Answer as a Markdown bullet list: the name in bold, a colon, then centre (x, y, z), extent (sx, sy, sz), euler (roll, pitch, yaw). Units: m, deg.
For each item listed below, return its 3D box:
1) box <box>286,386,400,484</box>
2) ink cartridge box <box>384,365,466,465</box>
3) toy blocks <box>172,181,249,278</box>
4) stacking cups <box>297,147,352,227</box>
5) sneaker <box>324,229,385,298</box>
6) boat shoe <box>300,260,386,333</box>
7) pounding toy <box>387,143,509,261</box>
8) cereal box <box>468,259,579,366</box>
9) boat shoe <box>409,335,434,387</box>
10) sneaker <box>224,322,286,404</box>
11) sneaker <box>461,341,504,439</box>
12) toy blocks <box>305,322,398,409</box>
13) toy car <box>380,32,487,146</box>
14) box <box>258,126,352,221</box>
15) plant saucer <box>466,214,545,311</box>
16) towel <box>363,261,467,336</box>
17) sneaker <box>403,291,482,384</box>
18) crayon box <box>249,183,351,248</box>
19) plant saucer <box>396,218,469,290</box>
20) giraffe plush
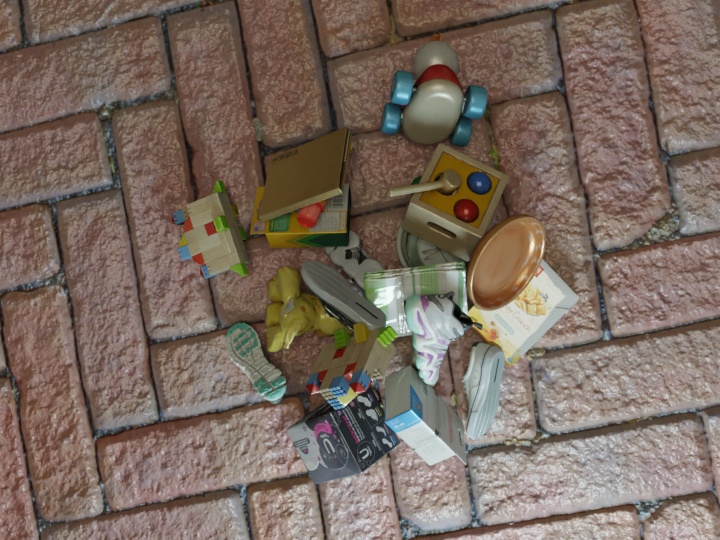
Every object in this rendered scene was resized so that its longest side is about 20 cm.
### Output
- **box**: centre (-0.040, 0.325, 1.428), extent (0.114, 0.199, 0.134), euler (-28, 87, -38)
- **ink cartridge box**: centre (0.130, 0.299, 1.437), extent (0.067, 0.117, 0.200), euler (-29, 121, 24)
- **toy blocks**: centre (-0.324, -0.067, 1.522), extent (0.134, 0.100, 0.204), euler (-19, 90, 15)
- **stacking cups**: centre (-0.074, -0.176, 1.467), extent (0.059, 0.061, 0.203), euler (17, 65, 5)
- **sneaker**: centre (0.000, 0.000, 1.495), extent (0.075, 0.115, 0.200), euler (-38, 51, -6)
- **boat shoe**: centre (-0.042, 0.065, 1.383), extent (0.199, 0.072, 0.071), euler (41, 132, 12)
- **pounding toy**: centre (0.164, -0.141, 1.410), extent (0.197, 0.143, 0.186), euler (26, 64, 5)
- **cereal box**: centre (0.325, 0.074, 1.481), extent (0.144, 0.040, 0.200), euler (45, 94, 4)
- **boat shoe**: centre (0.134, 0.139, 1.482), extent (0.073, 0.073, 0.204), euler (12, 98, 1)
- **sneaker**: centre (-0.219, 0.201, 1.519), extent (0.077, 0.092, 0.201), euler (-30, 63, -11)
- **sneaker**: centre (0.243, 0.242, 1.482), extent (0.070, 0.072, 0.204), euler (24, 108, 45)
- **toy blocks**: centre (-0.026, 0.189, 1.339), extent (0.198, 0.138, 0.100), euler (-20, 121, 39)
- **toy car**: centre (0.146, -0.378, 1.462), extent (0.180, 0.178, 0.204), euler (9, 62, -7)
- **box**: centre (-0.111, -0.191, 1.444), extent (0.197, 0.021, 0.166), euler (-16, 50, 29)
- **plant saucer**: centre (0.274, -0.018, 1.391), extent (0.201, 0.199, 0.037), euler (-53, 49, 3)
- **towel**: centre (0.110, 0.063, 1.396), extent (0.195, 0.031, 0.152), euler (-7, 116, 1)
- **sneaker**: centre (0.166, 0.128, 1.377), extent (0.137, 0.078, 0.203), euler (-11, 124, 8)
- **crayon box**: centre (-0.119, -0.112, 1.489), extent (0.195, 0.052, 0.128), euler (-1, 56, 5)
- **plant saucer**: centre (0.165, -0.039, 1.470), extent (0.195, 0.050, 0.204), euler (3, 65, -6)
- **giraffe plush**: centre (-0.095, 0.085, 1.477), extent (0.159, 0.199, 0.177), euler (5, 87, -23)
